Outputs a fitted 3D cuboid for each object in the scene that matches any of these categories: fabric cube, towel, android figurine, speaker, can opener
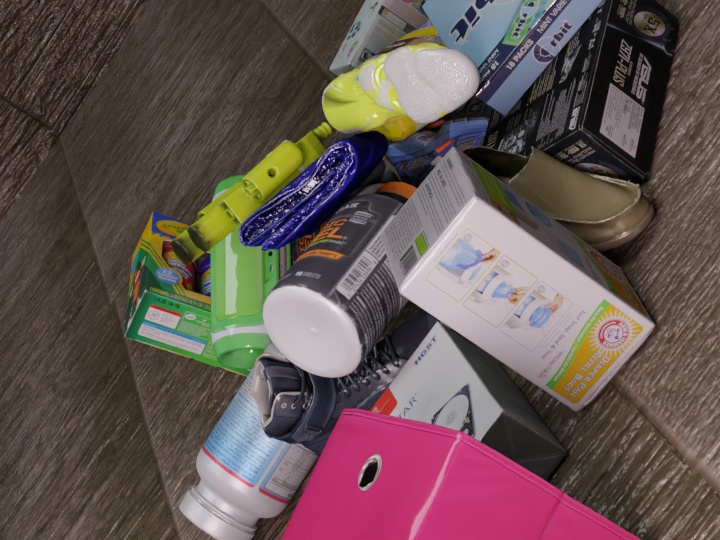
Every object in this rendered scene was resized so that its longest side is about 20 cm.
[{"bbox_3d":[0.057,0.240,1.285,0.200,0.199,0.196,-63,24,-12],"label":"fabric cube"},{"bbox_3d":[-0.039,-0.078,1.745,0.147,0.050,0.200,-39,0,13],"label":"towel"},{"bbox_3d":[-0.106,-0.084,1.792,0.200,0.041,0.182,-42,5,-23],"label":"android figurine"},{"bbox_3d":[-0.121,0.001,1.896,0.088,0.088,0.201,-29,56,49],"label":"speaker"},{"bbox_3d":[0.013,-0.113,1.941,0.067,0.054,0.200,-26,-6,-9],"label":"can opener"}]

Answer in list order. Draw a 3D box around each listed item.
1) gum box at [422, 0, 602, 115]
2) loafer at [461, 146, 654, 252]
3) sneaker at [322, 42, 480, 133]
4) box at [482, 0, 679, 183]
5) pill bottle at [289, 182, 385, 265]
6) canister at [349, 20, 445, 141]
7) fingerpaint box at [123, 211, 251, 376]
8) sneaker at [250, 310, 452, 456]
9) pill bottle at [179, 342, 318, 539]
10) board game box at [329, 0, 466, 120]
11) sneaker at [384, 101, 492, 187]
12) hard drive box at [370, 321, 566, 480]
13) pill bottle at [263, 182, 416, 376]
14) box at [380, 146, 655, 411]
[{"bbox_3d":[0.152,-0.270,1.698,0.170,0.044,0.200,-50,31,18],"label":"gum box"},{"bbox_3d":[0.162,-0.066,1.539,0.199,0.068,0.076,7,44,29],"label":"loafer"},{"bbox_3d":[0.056,-0.188,1.694,0.199,0.076,0.105,-5,17,45],"label":"sneaker"},{"bbox_3d":[0.202,-0.155,1.646,0.163,0.086,0.201,-30,35,48],"label":"box"},{"bbox_3d":[-0.018,-0.029,1.916,0.200,0.106,0.107,-15,47,60],"label":"pill bottle"},{"bbox_3d":[0.085,-0.223,1.872,0.200,0.087,0.148,-35,17,-18],"label":"canister"},{"bbox_3d":[-0.162,0.032,1.997,0.167,0.199,0.074,-94,28,-57],"label":"fingerpaint box"},{"bbox_3d":[-0.015,0.099,1.679,0.203,0.146,0.077,-50,37,22],"label":"sneaker"},{"bbox_3d":[-0.101,0.183,1.807,0.201,0.108,0.109,-57,22,0],"label":"pill bottle"},{"bbox_3d":[0.077,-0.278,1.990,0.201,0.147,0.064,-62,20,-13],"label":"board game box"},{"bbox_3d":[0.113,-0.128,1.830,0.199,0.079,0.075,-14,16,48],"label":"sneaker"},{"bbox_3d":[0.076,0.159,1.514,0.156,0.077,0.200,-54,22,8],"label":"hard drive box"},{"bbox_3d":[0.000,0.000,1.643,0.106,0.106,0.200,-32,15,47],"label":"pill bottle"},{"bbox_3d":[0.129,0.008,1.438,0.101,0.199,0.113,-50,22,15],"label":"box"}]
